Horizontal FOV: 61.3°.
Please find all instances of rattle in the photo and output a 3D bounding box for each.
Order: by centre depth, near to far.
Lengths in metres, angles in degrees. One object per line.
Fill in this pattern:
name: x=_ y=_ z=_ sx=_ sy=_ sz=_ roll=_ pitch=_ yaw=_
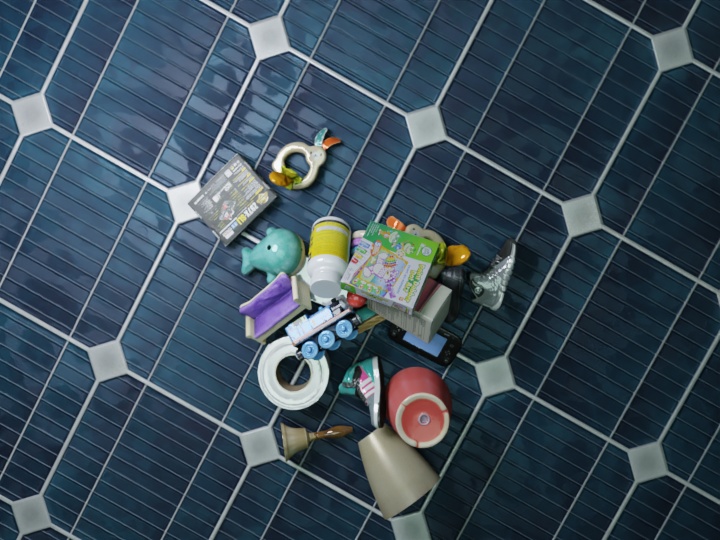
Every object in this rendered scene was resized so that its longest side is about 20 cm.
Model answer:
rattle: x=0.168 y=-0.075 z=1.596 sx=0.130 sy=0.143 sz=0.200 roll=-45 pitch=103 yaw=-8
rattle: x=-0.150 y=-0.307 z=1.616 sx=0.198 sy=0.143 sz=0.132 roll=-31 pitch=74 yaw=9

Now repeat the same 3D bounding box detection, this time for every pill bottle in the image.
pill bottle: x=-0.083 y=-0.033 z=1.591 sx=0.109 sy=0.112 sz=0.203 roll=2 pitch=52 yaw=1

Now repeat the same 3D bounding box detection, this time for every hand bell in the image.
hand bell: x=-0.118 y=0.460 z=1.690 sx=0.196 sy=0.104 sz=0.106 roll=-8 pitch=93 yaw=-10

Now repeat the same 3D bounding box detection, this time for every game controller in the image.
game controller: x=0.178 y=0.184 z=1.669 sx=0.198 sy=0.042 sz=0.105 roll=27 pitch=123 yaw=-1

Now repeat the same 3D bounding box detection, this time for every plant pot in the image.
plant pot: x=0.159 y=0.375 z=1.624 sx=0.196 sy=0.177 sz=0.205 roll=0 pitch=93 yaw=1
plant pot: x=0.086 y=0.526 z=1.645 sx=0.186 sy=0.187 sz=0.201 roll=-35 pitch=78 yaw=3

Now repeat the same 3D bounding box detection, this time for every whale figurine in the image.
whale figurine: x=-0.248 y=-0.043 z=1.627 sx=0.197 sy=0.103 sz=0.162 roll=-8 pitch=75 yaw=24

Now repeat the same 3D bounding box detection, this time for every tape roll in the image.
tape roll: x=-0.182 y=0.276 z=1.679 sx=0.198 sy=0.071 sz=0.207 roll=0 pitch=94 yaw=2

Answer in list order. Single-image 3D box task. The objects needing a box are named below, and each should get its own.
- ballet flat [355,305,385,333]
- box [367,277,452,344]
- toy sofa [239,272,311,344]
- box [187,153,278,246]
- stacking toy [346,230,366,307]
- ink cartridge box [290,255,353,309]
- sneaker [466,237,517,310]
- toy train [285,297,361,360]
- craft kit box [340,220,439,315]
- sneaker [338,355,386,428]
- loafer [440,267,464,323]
ballet flat: x=0.050 y=0.115 z=1.670 sx=0.197 sy=0.069 sz=0.064 roll=-23 pitch=137 yaw=-11
box: x=0.124 y=0.074 z=1.575 sx=0.198 sy=0.129 sz=0.109 roll=29 pitch=63 yaw=18
toy sofa: x=-0.231 y=0.102 z=1.615 sx=0.199 sy=0.084 sz=0.097 roll=-36 pitch=132 yaw=24
box: x=-0.349 y=-0.193 z=1.667 sx=0.200 sy=0.049 sz=0.160 roll=-44 pitch=94 yaw=3
stacking toy: x=0.000 y=0.000 z=1.621 sx=0.084 sy=0.086 sz=0.203 roll=12 pitch=72 yaw=0
ink cartridge box: x=-0.100 y=0.036 z=1.674 sx=0.197 sy=0.050 sz=0.111 roll=20 pitch=92 yaw=-1
sneaker: x=0.350 y=0.000 z=1.652 sx=0.113 sy=0.075 sz=0.204 roll=15 pitch=94 yaw=3
toy train: x=-0.095 y=0.153 z=1.589 sx=0.198 sy=0.087 sz=0.115 roll=-32 pitch=73 yaw=6
craft kit box: x=0.076 y=-0.010 z=1.529 sx=0.195 sy=0.049 sz=0.202 roll=20 pitch=62 yaw=11
sneaker: x=0.002 y=0.334 z=1.644 sx=0.119 sy=0.084 sz=0.203 roll=-12 pitch=52 yaw=12
loafer: x=0.235 y=0.065 z=1.617 sx=0.069 sy=0.202 sz=0.069 roll=5 pitch=49 yaw=6
